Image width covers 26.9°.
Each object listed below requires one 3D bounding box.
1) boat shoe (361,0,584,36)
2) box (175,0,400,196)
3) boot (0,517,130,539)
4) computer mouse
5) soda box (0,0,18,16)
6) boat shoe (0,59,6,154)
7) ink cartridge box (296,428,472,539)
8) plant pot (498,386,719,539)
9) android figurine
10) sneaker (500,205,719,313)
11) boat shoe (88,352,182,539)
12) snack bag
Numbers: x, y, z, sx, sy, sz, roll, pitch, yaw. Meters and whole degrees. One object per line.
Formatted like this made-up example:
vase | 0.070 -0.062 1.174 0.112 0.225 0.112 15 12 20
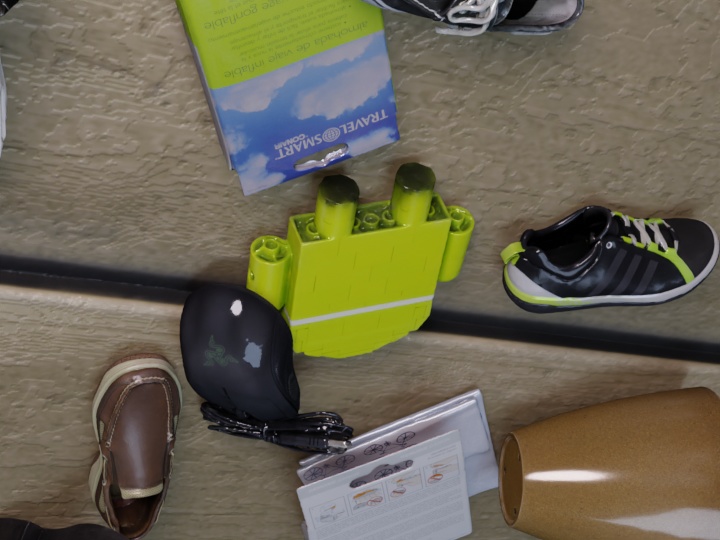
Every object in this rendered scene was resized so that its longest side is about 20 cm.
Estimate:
boat shoe | 0.067 -0.176 0.915 0.199 0.068 0.074 7 112 -53
box | -0.045 -0.143 0.952 0.122 0.048 0.200 -20 144 -6
boot | -0.220 0.290 1.331 0.188 0.069 0.200 0 150 24
computer mouse | -0.089 0.089 1.183 0.138 0.053 0.200 7 143 19
soda box | -0.270 -0.140 0.759 0.199 0.071 0.063 -14 113 11
boat shoe | -0.234 -0.134 0.844 0.073 0.065 0.200 -18 144 -6
ink cartridge box | 0.020 0.214 1.417 0.160 0.047 0.200 -20 142 -7
plant pot | 0.243 0.205 1.470 0.199 0.187 0.187 2 139 -10
android figurine | 0.000 0.000 1.167 0.181 0.041 0.200 -11 142 -17
sneaker | 0.211 -0.016 1.239 0.199 0.072 0.083 -13 142 -14
boat shoe | -0.179 0.152 1.232 0.074 0.075 0.203 -9 142 -19
snack bag | 0.044 0.202 1.467 0.188 0.021 0.200 -22 144 -3
